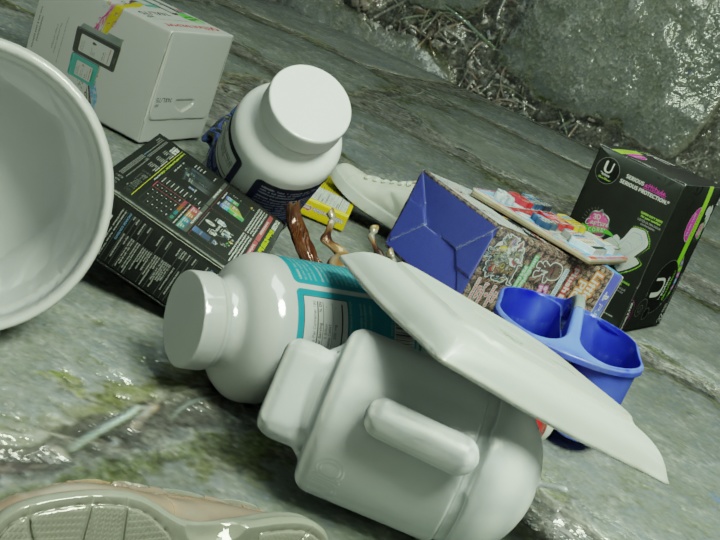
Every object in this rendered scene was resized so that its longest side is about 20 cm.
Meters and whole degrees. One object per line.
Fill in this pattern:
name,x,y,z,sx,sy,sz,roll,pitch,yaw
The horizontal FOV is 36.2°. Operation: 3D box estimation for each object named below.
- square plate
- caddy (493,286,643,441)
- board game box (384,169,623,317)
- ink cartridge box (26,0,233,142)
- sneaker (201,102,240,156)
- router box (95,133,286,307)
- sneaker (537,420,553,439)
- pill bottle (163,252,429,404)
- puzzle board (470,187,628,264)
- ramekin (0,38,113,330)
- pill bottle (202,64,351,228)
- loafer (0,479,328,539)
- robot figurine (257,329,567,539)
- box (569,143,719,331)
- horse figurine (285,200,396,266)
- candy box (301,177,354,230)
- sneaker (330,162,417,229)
square plate,0.095,0.055,0.745,0.198,0.029,0.200,29,7,-25
caddy,0.183,0.072,1.010,0.141,0.105,0.200,22,14,5
board game box,0.156,-0.011,1.215,0.199,0.097,0.159,19,16,-36
ink cartridge box,-0.295,-0.270,1.399,0.199,0.147,0.147,28,19,18
sneaker,-0.137,-0.115,1.278,0.075,0.078,0.200,58,7,-38
router box,-0.154,-0.036,0.969,0.150,0.062,0.200,35,17,-6
sneaker,0.061,0.083,0.903,0.199,0.079,0.115,27,17,21
pill bottle,-0.043,0.047,0.826,0.199,0.111,0.111,10,21,-33
puzzle board,0.220,-0.052,1.246,0.150,0.017,0.200,33,14,21
ramekin,-0.273,-0.065,0.760,0.199,0.201,0.105,16,10,-18
pill bottle,-0.084,-0.115,1.083,0.110,0.200,0.112,10,64,-22
loafer,-0.109,0.143,0.565,0.199,0.072,0.063,15,1,-39
robot figurine,0.034,0.112,0.723,0.199,0.113,0.170,22,-7,2
box,0.342,-0.042,1.390,0.124,0.201,0.148,32,21,31
horse figurine,0.000,0.000,1.088,0.199,0.050,0.133,21,37,-38
candy box,-0.053,-0.103,1.395,0.102,0.027,0.200,22,18,0
sneaker,0.055,-0.090,1.353,0.200,0.085,0.073,36,16,19
